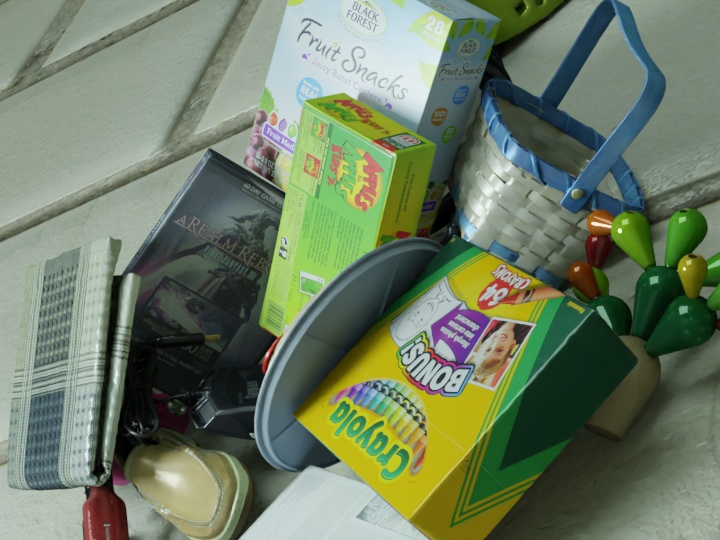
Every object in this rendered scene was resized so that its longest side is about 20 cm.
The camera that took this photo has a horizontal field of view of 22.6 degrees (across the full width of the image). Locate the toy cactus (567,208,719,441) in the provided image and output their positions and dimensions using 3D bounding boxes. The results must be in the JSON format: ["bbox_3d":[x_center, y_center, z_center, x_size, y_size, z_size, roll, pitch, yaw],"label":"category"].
[{"bbox_3d":[0.197,0.037,1.212,0.200,0.102,0.165,9,69,53],"label":"toy cactus"}]

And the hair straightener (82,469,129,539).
[{"bbox_3d":[-0.213,0.191,1.445,0.041,0.077,0.200,-7,48,-15],"label":"hair straightener"}]

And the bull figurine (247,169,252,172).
[{"bbox_3d":[-0.104,-0.039,1.730,0.121,0.065,0.200,-43,28,-21],"label":"bull figurine"}]

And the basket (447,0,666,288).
[{"bbox_3d":[0.158,-0.100,1.386,0.200,0.139,0.176,-60,15,26],"label":"basket"}]

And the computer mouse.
[{"bbox_3d":[-0.097,0.095,1.450,0.200,0.046,0.140,-8,31,-7],"label":"computer mouse"}]

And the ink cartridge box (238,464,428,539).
[{"bbox_3d":[-0.007,0.201,1.214,0.109,0.050,0.200,-46,28,-21],"label":"ink cartridge box"}]

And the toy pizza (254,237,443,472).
[{"bbox_3d":[-0.006,0.058,1.302,0.032,0.200,0.200,36,72,30],"label":"toy pizza"}]

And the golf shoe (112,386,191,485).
[{"bbox_3d":[-0.183,0.112,1.588,0.200,0.075,0.092,-66,6,-34],"label":"golf shoe"}]

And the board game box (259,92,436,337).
[{"bbox_3d":[-0.012,-0.025,1.396,0.102,0.200,0.048,32,33,34],"label":"board game box"}]

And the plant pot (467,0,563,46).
[{"bbox_3d":[0.074,-0.307,1.814,0.182,0.199,0.200,-51,29,-16],"label":"plant pot"}]

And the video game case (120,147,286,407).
[{"bbox_3d":[-0.123,0.015,1.498,0.200,0.143,0.019,-54,25,12],"label":"video game case"}]

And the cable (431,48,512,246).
[{"bbox_3d":[0.055,-0.117,1.558,0.200,0.163,0.051,-55,-6,-16],"label":"cable"}]

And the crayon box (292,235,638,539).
[{"bbox_3d":[0.063,0.078,1.187,0.173,0.058,0.200,-47,27,-5],"label":"crayon box"}]

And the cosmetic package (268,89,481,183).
[{"bbox_3d":[0.016,-0.129,1.655,0.200,0.081,0.113,-29,19,-27],"label":"cosmetic package"}]

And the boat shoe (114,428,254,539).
[{"bbox_3d":[-0.151,0.163,1.413,0.200,0.076,0.072,11,77,63],"label":"boat shoe"}]

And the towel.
[{"bbox_3d":[-0.235,0.078,1.458,0.193,0.035,0.200,-15,69,59],"label":"towel"}]

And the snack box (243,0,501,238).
[{"bbox_3d":[0.004,-0.141,1.438,0.169,0.200,0.068,33,26,34],"label":"snack box"}]
